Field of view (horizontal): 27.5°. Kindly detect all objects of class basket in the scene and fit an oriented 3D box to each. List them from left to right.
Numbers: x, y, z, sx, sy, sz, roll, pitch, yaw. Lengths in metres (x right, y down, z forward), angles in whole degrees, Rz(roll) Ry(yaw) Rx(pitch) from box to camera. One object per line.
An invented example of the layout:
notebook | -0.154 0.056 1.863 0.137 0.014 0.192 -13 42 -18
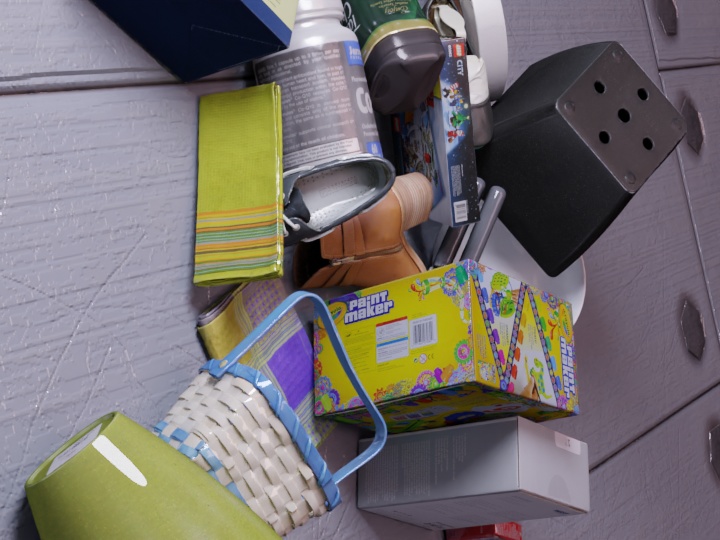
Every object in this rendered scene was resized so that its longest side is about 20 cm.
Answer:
basket | -0.079 0.140 1.311 0.199 0.139 0.178 -36 113 -22

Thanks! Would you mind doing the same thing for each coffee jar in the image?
coffee jar | 0.018 -0.269 1.560 0.084 0.105 0.202 -12 61 -23

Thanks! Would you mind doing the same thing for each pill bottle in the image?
pill bottle | -0.047 -0.182 1.502 0.113 0.113 0.203 -14 92 -57

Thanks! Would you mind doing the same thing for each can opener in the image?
can opener | 0.109 -0.010 1.659 0.067 0.052 0.202 103 12 -79

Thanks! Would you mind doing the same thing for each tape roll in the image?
tape roll | 0.127 -0.300 1.760 0.203 0.037 0.206 166 -90 -81

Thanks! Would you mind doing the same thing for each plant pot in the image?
plant pot | -0.169 0.219 1.160 0.201 0.186 0.187 53 38 -9
plant pot | 0.258 -0.147 1.710 0.200 0.177 0.200 48 61 -6

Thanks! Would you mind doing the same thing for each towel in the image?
towel | -0.115 -0.082 1.381 0.018 0.085 0.203 60 26 -63
towel | -0.085 0.098 1.440 0.144 0.023 0.202 -45 118 -53

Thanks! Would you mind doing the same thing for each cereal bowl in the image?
cereal bowl | 0.168 0.006 1.766 0.198 0.083 0.203 9 70 -24

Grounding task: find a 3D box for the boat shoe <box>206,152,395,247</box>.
boat shoe | -0.059 -0.064 1.403 0.198 0.060 0.076 -29 98 -15

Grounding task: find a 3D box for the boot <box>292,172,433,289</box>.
boot | 0.000 0.000 1.545 0.154 0.077 0.202 -23 140 -34

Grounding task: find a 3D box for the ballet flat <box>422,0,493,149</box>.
ballet flat | 0.106 -0.235 1.673 0.067 0.069 0.202 -8 59 -18

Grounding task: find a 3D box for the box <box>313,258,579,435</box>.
box | 0.087 0.090 1.491 0.192 0.198 0.124 21 61 -48

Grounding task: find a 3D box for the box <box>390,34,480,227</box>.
box | 0.078 -0.159 1.631 0.037 0.136 0.203 -12 106 -22

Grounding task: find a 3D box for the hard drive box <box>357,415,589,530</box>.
hard drive box | 0.120 0.218 1.550 0.155 0.198 0.078 26 59 -51

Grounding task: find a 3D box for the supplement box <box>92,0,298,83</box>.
supplement box | -0.156 -0.325 1.362 0.200 0.133 0.202 41 48 -43

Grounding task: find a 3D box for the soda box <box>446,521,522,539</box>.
soda box | 0.142 0.216 1.702 0.063 0.069 0.203 27 58 -50
